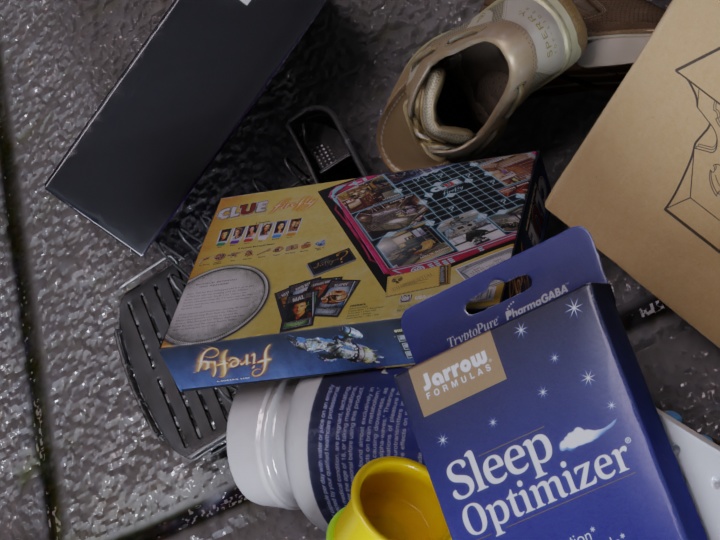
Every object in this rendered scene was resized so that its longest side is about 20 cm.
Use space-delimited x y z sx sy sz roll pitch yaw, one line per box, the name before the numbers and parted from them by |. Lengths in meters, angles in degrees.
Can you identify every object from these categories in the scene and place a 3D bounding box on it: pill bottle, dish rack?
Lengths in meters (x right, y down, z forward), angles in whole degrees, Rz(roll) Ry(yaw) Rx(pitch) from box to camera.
pill bottle | 0.029 0.095 1.205 0.199 0.111 0.112 1 71 34
dish rack | -0.064 0.013 1.332 0.199 0.055 0.154 -33 54 10

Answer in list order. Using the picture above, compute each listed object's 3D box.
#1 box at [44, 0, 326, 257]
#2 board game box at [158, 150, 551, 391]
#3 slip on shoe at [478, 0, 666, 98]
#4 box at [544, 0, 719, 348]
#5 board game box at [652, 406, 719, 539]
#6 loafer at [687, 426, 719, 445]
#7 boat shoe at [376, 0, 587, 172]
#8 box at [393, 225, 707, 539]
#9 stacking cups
box | -0.104 -0.115 1.361 0.200 0.079 0.141 -54 8 3
board game box | 0.000 0.000 1.218 0.199 0.035 0.136 -7 38 22
slip on shoe | 0.142 -0.134 1.245 0.199 0.076 0.061 1 79 48
box | 0.208 -0.066 1.143 0.163 0.021 0.201 40 114 18
board game box | 0.185 0.194 1.060 0.200 0.026 0.201 31 115 38
loafer | 0.224 0.128 1.098 0.071 0.073 0.200 -35 41 -29
boat shoe | 0.053 -0.097 1.245 0.072 0.065 0.200 53 148 0
box | 0.091 0.091 1.081 0.121 0.032 0.201 -27 74 27
stacking cups | -0.011 0.178 1.175 0.200 0.060 0.061 -60 40 45
